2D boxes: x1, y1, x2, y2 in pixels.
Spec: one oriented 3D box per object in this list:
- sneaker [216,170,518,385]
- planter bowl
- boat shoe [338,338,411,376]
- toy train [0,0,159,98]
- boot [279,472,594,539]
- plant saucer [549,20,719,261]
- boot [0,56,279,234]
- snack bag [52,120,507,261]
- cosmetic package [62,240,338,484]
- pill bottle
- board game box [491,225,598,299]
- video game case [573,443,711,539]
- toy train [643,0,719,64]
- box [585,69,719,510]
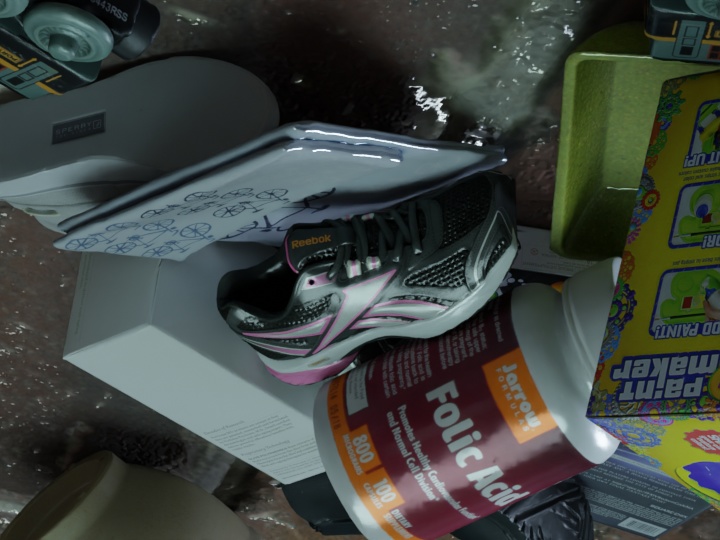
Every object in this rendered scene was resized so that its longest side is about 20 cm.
[{"bbox_3d":[0.000,0.000,1.334,0.200,0.081,0.086,-33,136,25],"label":"sneaker"},{"bbox_3d":[-0.186,0.219,1.705,0.200,0.200,0.135,-27,109,42],"label":"planter bowl"},{"bbox_3d":[0.033,0.060,1.455,0.063,0.071,0.200,-25,110,27],"label":"boat shoe"},{"bbox_3d":[-0.199,-0.158,1.163,0.200,0.086,0.114,29,151,-33],"label":"toy train"},{"bbox_3d":[0.052,0.163,1.640,0.168,0.077,0.200,-6,149,37],"label":"boot"},{"bbox_3d":[0.208,-0.073,1.272,0.199,0.048,0.200,4,148,4],"label":"plant saucer"},{"bbox_3d":[-0.122,-0.066,1.333,0.199,0.074,0.096,-4,158,25],"label":"boot"},{"bbox_3d":[-0.043,-0.041,1.312,0.188,0.022,0.200,-21,166,36],"label":"snack bag"},{"bbox_3d":[-0.081,0.042,1.452,0.085,0.108,0.200,-22,138,39],"label":"cosmetic package"},{"bbox_3d":[0.083,0.077,1.353,0.199,0.115,0.114,-27,138,19],"label":"pill bottle"},{"bbox_3d":[0.111,0.039,1.483,0.126,0.035,0.200,8,149,-2],"label":"board game box"},{"bbox_3d":[0.207,0.132,1.636,0.142,0.019,0.200,20,145,-22],"label":"video game case"},{"bbox_3d":[0.228,-0.144,1.130,0.199,0.086,0.114,3,161,1],"label":"toy train"},{"bbox_3d":[0.237,0.025,1.176,0.122,0.193,0.200,-6,149,43],"label":"box"}]
